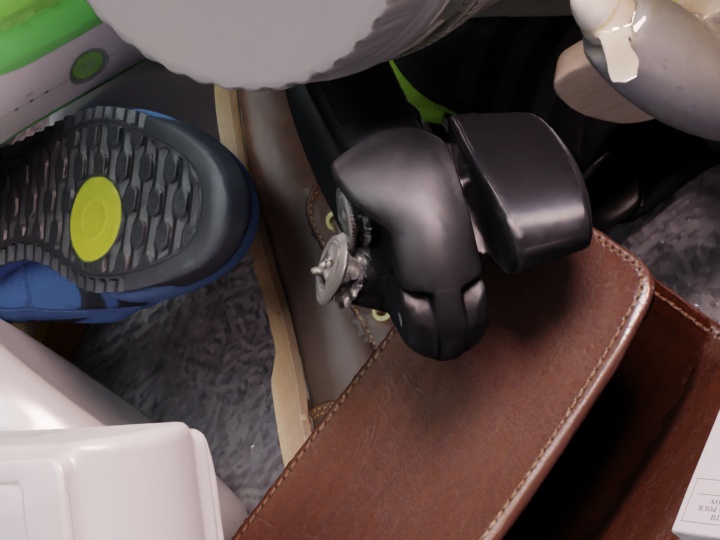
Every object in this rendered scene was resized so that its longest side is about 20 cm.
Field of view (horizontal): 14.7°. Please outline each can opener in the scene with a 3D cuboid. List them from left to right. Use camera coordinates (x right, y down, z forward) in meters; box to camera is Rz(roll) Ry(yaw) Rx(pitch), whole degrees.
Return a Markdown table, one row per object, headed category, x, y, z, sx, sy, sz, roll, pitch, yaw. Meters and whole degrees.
| category | x | y | z | sx | sy | sz | roll | pitch | yaw |
| --- | --- | --- | --- | --- | --- | --- | --- | --- | --- |
| can opener | 0.008 | -0.033 | 0.876 | 0.200 | 0.078 | 0.064 | -128 | 38 | -61 |

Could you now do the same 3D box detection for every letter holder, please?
| category | x | y | z | sx | sy | sz | roll | pitch | yaw |
| --- | --- | --- | --- | --- | --- | --- | --- | --- | --- |
| letter holder | 0.052 | 0.098 | 0.850 | 0.200 | 0.101 | 0.142 | -53 | 42 | 2 |

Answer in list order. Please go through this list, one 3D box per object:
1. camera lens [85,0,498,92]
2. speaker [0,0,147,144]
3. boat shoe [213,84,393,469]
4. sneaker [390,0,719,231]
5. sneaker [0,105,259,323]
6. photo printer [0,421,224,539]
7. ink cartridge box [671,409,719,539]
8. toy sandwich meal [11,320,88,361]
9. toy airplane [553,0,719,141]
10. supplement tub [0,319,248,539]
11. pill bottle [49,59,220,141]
| category | x | y | z | sx | sy | sz | roll | pitch | yaw |
| --- | --- | --- | --- | --- | --- | --- | --- | --- | --- |
| camera lens | 0.008 | -0.156 | 0.874 | 0.160 | 0.160 | 0.200 | -12 | 16 | 39 |
| speaker | -0.098 | -0.110 | 0.990 | 0.200 | 0.089 | 0.088 | -32 | 37 | -17 |
| boat shoe | 0.000 | 0.000 | 0.972 | 0.070 | 0.070 | 0.200 | -19 | 74 | 17 |
| sneaker | 0.066 | -0.054 | 0.963 | 0.200 | 0.072 | 0.083 | -10 | 59 | 41 |
| sneaker | -0.085 | -0.016 | 1.002 | 0.200 | 0.078 | 0.066 | -8 | 75 | 52 |
| photo printer | -0.103 | 0.148 | 0.842 | 0.166 | 0.069 | 0.201 | -7 | 91 | 46 |
| ink cartridge box | 0.181 | 0.044 | 0.712 | 0.200 | 0.044 | 0.094 | 2 | 60 | 47 |
| toy sandwich meal | -0.186 | 0.057 | 1.140 | 0.205 | 0.070 | 0.206 | -19 | 59 | 34 |
| toy airplane | 0.159 | -0.089 | 0.802 | 0.199 | 0.200 | 0.141 | 22 | 43 | 10 |
| supplement tub | -0.149 | 0.128 | 0.988 | 0.200 | 0.145 | 0.145 | -54 | 40 | 0 |
| pill bottle | -0.078 | -0.118 | 1.115 | 0.114 | 0.114 | 0.200 | -31 | 45 | 26 |
